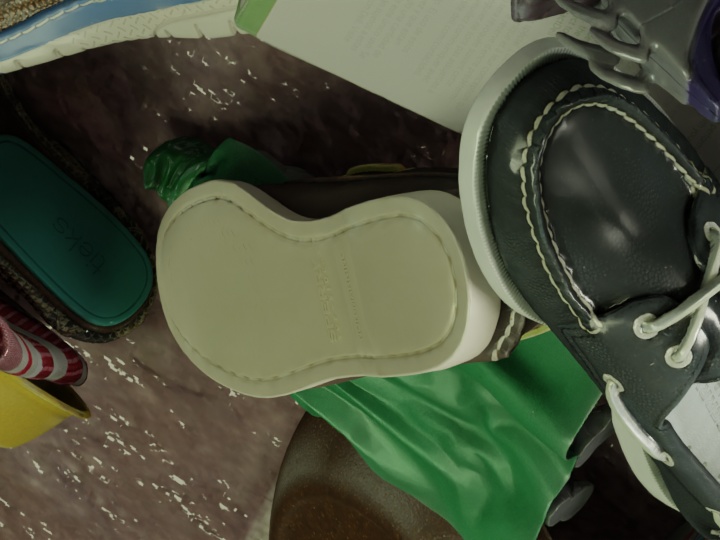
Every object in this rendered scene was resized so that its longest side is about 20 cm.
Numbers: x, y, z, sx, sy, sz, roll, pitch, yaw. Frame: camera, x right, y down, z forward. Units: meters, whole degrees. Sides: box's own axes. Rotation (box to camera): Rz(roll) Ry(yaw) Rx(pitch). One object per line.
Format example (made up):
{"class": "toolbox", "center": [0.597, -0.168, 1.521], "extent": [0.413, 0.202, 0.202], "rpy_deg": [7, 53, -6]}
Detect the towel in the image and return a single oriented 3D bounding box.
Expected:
{"class": "towel", "center": [-0.163, -0.011, 0.957], "extent": [0.144, 0.023, 0.200], "rpy_deg": [40, 178, 5]}

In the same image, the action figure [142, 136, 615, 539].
{"class": "action figure", "center": [0.000, 0.013, 0.937], "extent": [0.200, 0.055, 0.118], "rpy_deg": [38, 131, 19]}

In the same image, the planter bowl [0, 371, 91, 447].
{"class": "planter bowl", "center": [-0.206, 0.024, 1.026], "extent": [0.200, 0.083, 0.200], "rpy_deg": [39, 178, 2]}

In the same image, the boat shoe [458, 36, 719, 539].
{"class": "boat shoe", "center": [0.094, 0.013, 0.766], "extent": [0.060, 0.076, 0.200], "rpy_deg": [33, 168, 46]}

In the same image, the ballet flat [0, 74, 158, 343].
{"class": "ballet flat", "center": [-0.156, -0.050, 1.008], "extent": [0.200, 0.068, 0.075], "rpy_deg": [51, 159, -21]}

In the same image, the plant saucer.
{"class": "plant saucer", "center": [0.021, 0.140, 1.020], "extent": [0.200, 0.037, 0.200], "rpy_deg": [39, 143, 38]}

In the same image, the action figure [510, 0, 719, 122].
{"class": "action figure", "center": [0.126, -0.029, 0.655], "extent": [0.200, 0.069, 0.130], "rpy_deg": [51, 154, 24]}

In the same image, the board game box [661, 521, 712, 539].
{"class": "board game box", "center": [0.177, 0.134, 0.927], "extent": [0.148, 0.064, 0.200], "rpy_deg": [39, 145, -1]}

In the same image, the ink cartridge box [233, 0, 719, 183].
{"class": "ink cartridge box", "center": [0.081, -0.084, 0.767], "extent": [0.200, 0.048, 0.146], "rpy_deg": [24, 137, -10]}

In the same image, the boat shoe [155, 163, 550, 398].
{"class": "boat shoe", "center": [0.000, 0.000, 0.855], "extent": [0.200, 0.059, 0.072], "rpy_deg": [-4, 97, 58]}

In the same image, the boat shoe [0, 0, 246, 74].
{"class": "boat shoe", "center": [-0.094, -0.115, 0.882], "extent": [0.200, 0.072, 0.072], "rpy_deg": [-6, 122, 31]}
